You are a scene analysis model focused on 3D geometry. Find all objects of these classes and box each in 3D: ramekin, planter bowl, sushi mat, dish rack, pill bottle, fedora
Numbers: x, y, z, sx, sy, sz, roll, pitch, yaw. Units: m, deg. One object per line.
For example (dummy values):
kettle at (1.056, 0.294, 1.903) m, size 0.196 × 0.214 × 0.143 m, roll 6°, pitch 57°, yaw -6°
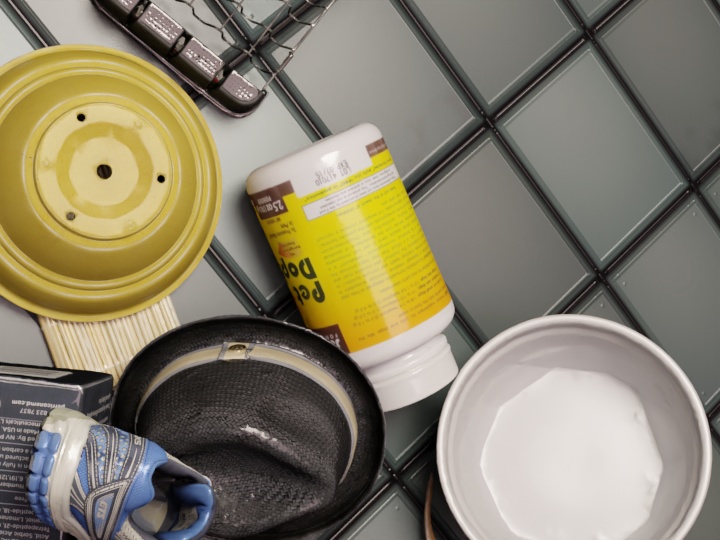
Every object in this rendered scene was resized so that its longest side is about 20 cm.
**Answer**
ramekin at (0.162, 0.140, 0.904) m, size 0.200 × 0.105 × 0.201 m, roll -3°, pitch 76°, yaw 10°
planter bowl at (-0.182, -0.064, 0.813) m, size 0.200 × 0.083 × 0.201 m, roll 1°, pitch 89°, yaw -22°
sushi mat at (-0.199, -0.010, 0.857) m, size 0.095 × 0.012 × 0.200 m, roll -21°, pitch 96°, yaw -20°
dish rack at (-0.081, -0.229, 0.861) m, size 0.153 × 0.055 × 0.200 m, roll 38°, pitch 90°, yaw -17°
pill bottle at (0.000, 0.000, 0.879) m, size 0.109 × 0.109 × 0.200 m, roll -26°, pitch 98°, yaw -19°
fedora at (-0.082, 0.129, 0.820) m, size 0.200 × 0.092 × 0.201 m, roll 1°, pitch 108°, yaw 2°

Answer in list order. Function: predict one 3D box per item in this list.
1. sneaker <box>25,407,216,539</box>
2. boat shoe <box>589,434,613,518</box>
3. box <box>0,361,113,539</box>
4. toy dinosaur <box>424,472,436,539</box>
sneaker at (-0.126, 0.152, 0.704) m, size 0.085 × 0.200 × 0.077 m, roll 6°, pitch 62°, yaw 13°
boat shoe at (0.192, 0.206, 0.975) m, size 0.067 × 0.072 × 0.201 m, roll 7°, pitch 83°, yaw 2°
box at (-0.230, 0.163, 0.760) m, size 0.107 × 0.148 × 0.201 m, roll 6°, pitch 87°, yaw -4°
toy dinosaur at (0.091, 0.266, 0.948) m, size 0.200 × 0.060 × 0.106 m, roll 41°, pitch 52°, yaw -21°
